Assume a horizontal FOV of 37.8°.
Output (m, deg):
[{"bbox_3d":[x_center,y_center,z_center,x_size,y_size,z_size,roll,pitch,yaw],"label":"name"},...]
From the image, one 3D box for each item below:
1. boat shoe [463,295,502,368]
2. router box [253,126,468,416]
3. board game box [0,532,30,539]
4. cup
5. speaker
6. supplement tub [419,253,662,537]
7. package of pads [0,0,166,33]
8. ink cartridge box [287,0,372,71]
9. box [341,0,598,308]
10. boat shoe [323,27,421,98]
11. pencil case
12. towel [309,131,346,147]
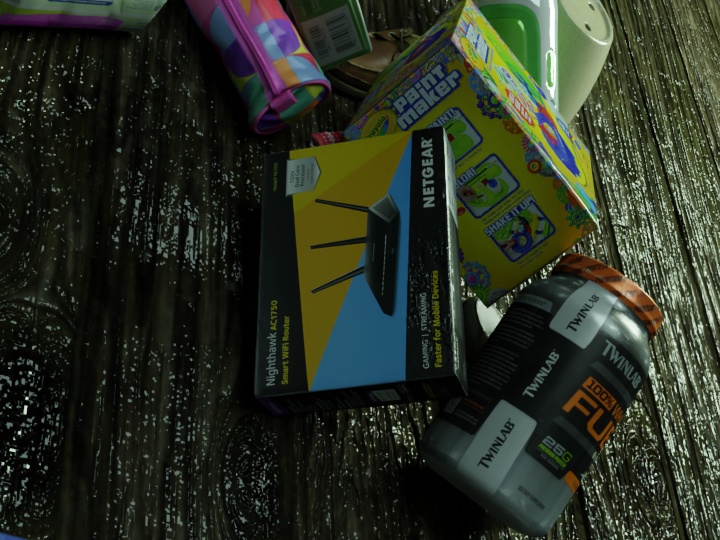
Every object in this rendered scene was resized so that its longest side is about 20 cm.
[{"bbox_3d":[0.137,0.106,0.933,0.066,0.057,0.203,14,53,-39],"label":"boat shoe"},{"bbox_3d":[0.000,0.000,0.779,0.051,0.147,0.203,58,27,-59],"label":"router box"},{"bbox_3d":[-0.165,0.243,0.530,0.198,0.041,0.202,25,47,-32],"label":"board game box"},{"bbox_3d":[0.203,-0.257,1.202,0.199,0.143,0.203,27,46,-31],"label":"cup"},{"bbox_3d":[0.164,-0.195,1.095,0.088,0.087,0.204,-15,106,-50],"label":"speaker"},{"bbox_3d":[0.145,0.095,0.827,0.122,0.122,0.201,39,80,-18],"label":"supplement tub"},{"bbox_3d":[-0.254,-0.281,0.807,0.153,0.068,0.202,-11,70,-51],"label":"package of pads"},{"bbox_3d":[-0.052,-0.294,0.983,0.104,0.058,0.202,66,4,-55],"label":"ink cartridge box"},{"bbox_3d":[0.101,-0.110,0.924,0.193,0.121,0.201,48,23,-12],"label":"box"},{"bbox_3d":[0.035,-0.215,1.056,0.198,0.068,0.073,0,62,-46],"label":"boat shoe"},{"bbox_3d":[-0.103,-0.218,0.905,0.088,0.088,0.202,-22,79,-51],"label":"pencil case"},{"bbox_3d":[0.048,-0.074,1.004,0.199,0.022,0.146,-12,71,-49],"label":"towel"}]
